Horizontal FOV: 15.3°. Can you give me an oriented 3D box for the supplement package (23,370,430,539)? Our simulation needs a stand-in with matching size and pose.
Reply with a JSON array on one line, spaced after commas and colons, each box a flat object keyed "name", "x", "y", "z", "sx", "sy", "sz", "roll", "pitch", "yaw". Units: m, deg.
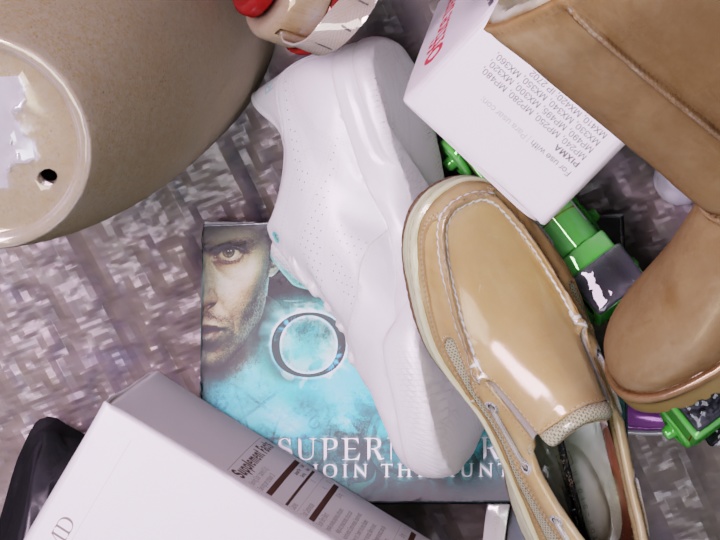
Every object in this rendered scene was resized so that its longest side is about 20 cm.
[{"name": "supplement package", "x": -0.047, "y": 0.151, "z": 1.179, "sx": 0.200, "sy": 0.120, "sz": 0.121, "roll": 31, "pitch": 97, "yaw": 3}]

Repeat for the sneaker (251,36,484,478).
[{"name": "sneaker", "x": 0.000, "y": 0.000, "z": 1.217, "sx": 0.088, "sy": 0.075, "sz": 0.200, "roll": -15, "pitch": 83, "yaw": 27}]

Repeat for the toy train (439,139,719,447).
[{"name": "toy train", "x": 0.102, "y": -0.002, "z": 1.203, "sx": 0.042, "sy": 0.056, "sz": 0.200, "roll": -38, "pitch": 80, "yaw": -3}]

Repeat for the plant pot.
[{"name": "plant pot", "x": -0.142, "y": -0.090, "z": 1.154, "sx": 0.187, "sy": 0.200, "sz": 0.188, "roll": 3, "pitch": 114, "yaw": 7}]

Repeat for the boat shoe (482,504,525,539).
[{"name": "boat shoe", "x": 0.090, "y": 0.189, "z": 1.317, "sx": 0.062, "sy": 0.073, "sz": 0.200, "roll": 5, "pitch": 109, "yaw": 9}]

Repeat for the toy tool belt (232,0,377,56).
[{"name": "toy tool belt", "x": -0.040, "y": -0.200, "z": 1.124, "sx": 0.123, "sy": 0.125, "sz": 0.200, "roll": 16, "pitch": 101, "yaw": -29}]

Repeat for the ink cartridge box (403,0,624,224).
[{"name": "ink cartridge box", "x": 0.117, "y": -0.134, "z": 1.132, "sx": 0.084, "sy": 0.145, "sz": 0.200, "roll": 40, "pitch": 112, "yaw": -9}]

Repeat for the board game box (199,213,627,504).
[{"name": "board game box", "x": 0.025, "y": 0.042, "z": 1.249, "sx": 0.200, "sy": 0.028, "sz": 0.135, "roll": -1, "pitch": 82, "yaw": 7}]

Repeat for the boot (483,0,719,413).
[{"name": "boot", "x": 0.115, "y": -0.050, "z": 1.057, "sx": 0.175, "sy": 0.066, "sz": 0.200, "roll": -41, "pitch": 127, "yaw": 15}]

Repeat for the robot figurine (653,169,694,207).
[{"name": "robot figurine", "x": 0.212, "y": -0.052, "z": 1.172, "sx": 0.169, "sy": 0.113, "sz": 0.200, "roll": 8, "pitch": 114, "yaw": -16}]

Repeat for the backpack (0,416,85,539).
[{"name": "backpack", "x": -0.082, "y": 0.178, "z": 1.305, "sx": 0.200, "sy": 0.154, "sz": 0.163, "roll": 17, "pitch": 96, "yaw": -15}]

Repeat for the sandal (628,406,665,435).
[{"name": "sandal", "x": 0.180, "y": 0.045, "z": 1.254, "sx": 0.202, "sy": 0.050, "sz": 0.083, "roll": -2, "pitch": 111, "yaw": 10}]

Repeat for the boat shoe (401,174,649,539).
[{"name": "boat shoe", "x": 0.083, "y": 0.051, "z": 1.152, "sx": 0.072, "sy": 0.076, "sz": 0.200, "roll": -31, "pitch": 109, "yaw": -9}]
